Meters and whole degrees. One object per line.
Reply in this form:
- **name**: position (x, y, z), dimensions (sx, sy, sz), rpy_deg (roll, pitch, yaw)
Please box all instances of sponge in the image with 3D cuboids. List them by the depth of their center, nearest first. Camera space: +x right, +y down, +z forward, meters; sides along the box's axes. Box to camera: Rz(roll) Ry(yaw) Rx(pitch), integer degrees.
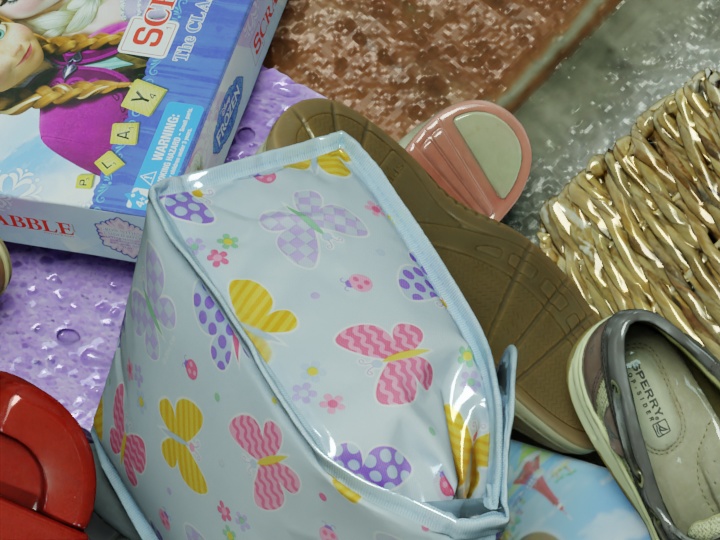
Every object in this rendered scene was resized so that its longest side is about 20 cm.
- **sponge**: position (-0.101, -0.017, 1.305), dimensions (0.111, 0.030, 0.201), rpy_deg (28, 72, 15)

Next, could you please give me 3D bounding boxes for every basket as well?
- **basket**: position (0.188, 0.029, 1.247), dimensions (0.143, 0.149, 0.201), rpy_deg (-43, 66, 23)

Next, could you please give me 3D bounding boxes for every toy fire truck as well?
- **toy fire truck**: position (-0.186, 0.043, 1.148), dimensions (0.175, 0.129, 0.201), rpy_deg (25, 87, -15)

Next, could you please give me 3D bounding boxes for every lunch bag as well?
- **lunch bag**: position (-0.012, 0.076, 1.124), dimensions (0.126, 0.170, 0.201), rpy_deg (-14, 53, -27)

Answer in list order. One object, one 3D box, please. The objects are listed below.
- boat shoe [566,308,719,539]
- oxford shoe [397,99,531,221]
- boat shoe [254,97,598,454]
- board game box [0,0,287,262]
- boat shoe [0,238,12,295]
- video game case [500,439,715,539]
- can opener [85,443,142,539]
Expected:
- **boat shoe**: position (0.151, 0.103, 1.124), dimensions (0.073, 0.065, 0.200), rpy_deg (-36, 83, -6)
- **oxford shoe**: position (0.000, 0.000, 1.279), dimensions (0.200, 0.074, 0.071), rpy_deg (-40, 98, 3)
- **boat shoe**: position (0.032, 0.010, 1.210), dimensions (0.200, 0.065, 0.071), rpy_deg (44, 50, 4)
- **board game box**: position (-0.148, -0.104, 1.304), dimensions (0.198, 0.041, 0.201), rpy_deg (8, 56, 16)
- **boat shoe**: position (-0.256, 0.009, 1.263), dimensions (0.198, 0.072, 0.068), rpy_deg (0, 36, 19)
- **video game case**: position (0.040, 0.169, 1.185), dimensions (0.181, 0.022, 0.201), rpy_deg (15, 76, 26)
- **can opener**: position (-0.071, 0.153, 1.188), dimensions (0.053, 0.067, 0.200), rpy_deg (-45, 50, 8)
